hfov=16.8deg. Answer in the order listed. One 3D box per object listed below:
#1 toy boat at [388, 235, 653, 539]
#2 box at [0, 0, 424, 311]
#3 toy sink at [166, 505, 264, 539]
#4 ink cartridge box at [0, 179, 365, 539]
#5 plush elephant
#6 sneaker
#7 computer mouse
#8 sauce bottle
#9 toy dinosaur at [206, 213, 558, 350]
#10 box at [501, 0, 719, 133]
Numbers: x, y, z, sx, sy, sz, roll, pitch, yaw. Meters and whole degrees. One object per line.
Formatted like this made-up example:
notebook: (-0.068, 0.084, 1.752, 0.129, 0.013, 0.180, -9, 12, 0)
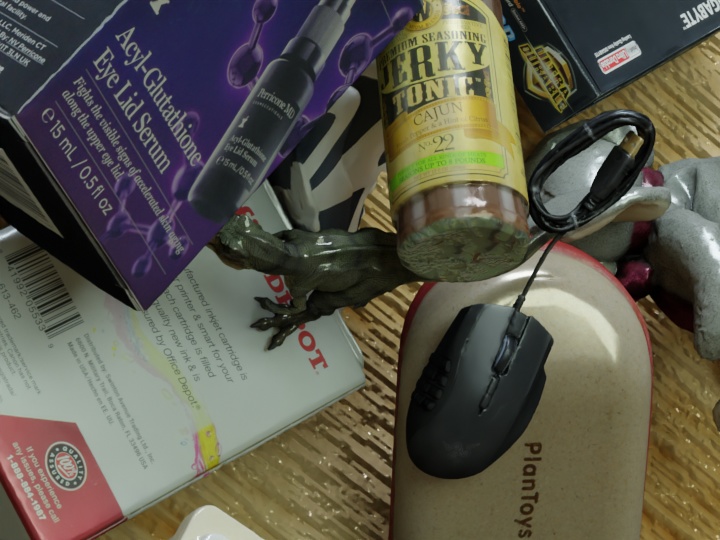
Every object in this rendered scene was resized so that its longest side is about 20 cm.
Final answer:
toy boat: (0.076, 0.076, 1.248, 0.130, 0.131, 0.201, 0, 110, -8)
box: (-0.087, -0.111, 1.049, 0.104, 0.148, 0.200, 32, 73, 34)
toy sink: (-0.070, 0.192, 1.066, 0.112, 0.200, 0.131, 36, 54, -14)
ink cartridge box: (-0.118, 0.041, 1.168, 0.200, 0.083, 0.146, -27, 87, -35)
plush elephant: (0.155, -0.012, 1.313, 0.165, 0.154, 0.201, -58, 147, -69)
sneaker: (0.006, -0.073, 1.226, 0.129, 0.079, 0.200, -24, 125, -25)
computer mouse: (0.081, 0.014, 1.137, 0.058, 0.034, 0.201, 23, 105, -14)
sauce bottle: (0.037, -0.095, 1.126, 0.064, 0.065, 0.201, 8, 59, -27)
toy dinosaur: (0.000, 0.000, 1.148, 0.199, 0.088, 0.048, -2, 71, -31)
box: (0.122, -0.179, 1.371, 0.200, 0.046, 0.159, -30, 88, -52)
